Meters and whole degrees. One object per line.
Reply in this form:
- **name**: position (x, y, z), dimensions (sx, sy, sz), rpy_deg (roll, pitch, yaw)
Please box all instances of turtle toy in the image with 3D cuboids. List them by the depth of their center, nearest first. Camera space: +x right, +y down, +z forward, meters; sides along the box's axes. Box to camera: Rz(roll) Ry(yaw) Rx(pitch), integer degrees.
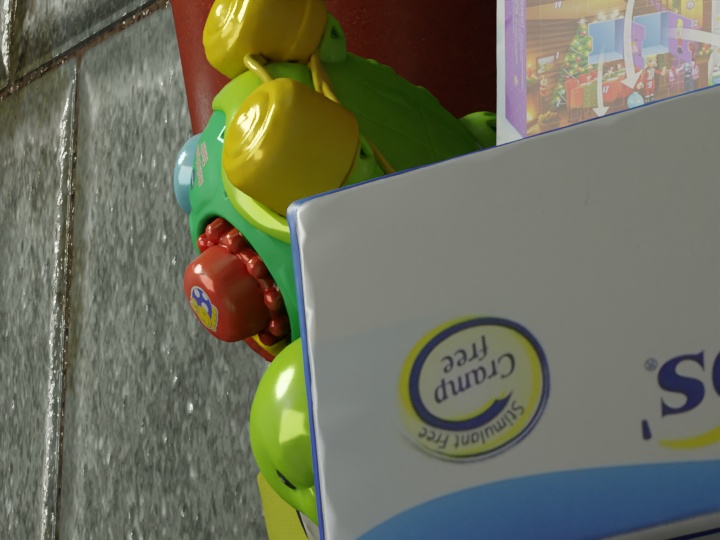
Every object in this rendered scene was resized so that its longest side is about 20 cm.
- **turtle toy**: position (0.000, 0.000, 0.788), dimensions (0.101, 0.145, 0.201), rpy_deg (-50, 27, 24)

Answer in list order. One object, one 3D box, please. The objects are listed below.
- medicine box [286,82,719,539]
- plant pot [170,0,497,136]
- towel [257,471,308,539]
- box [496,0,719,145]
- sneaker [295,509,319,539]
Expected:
- **medicine box**: position (0.101, 0.046, 0.577), dimensions (0.200, 0.181, 0.104), rpy_deg (54, -156, -58)
- **plant pot**: position (0.009, -0.096, 0.956), dimensions (0.200, 0.199, 0.197), rpy_deg (176, 89, -68)
- **towel**: position (-0.001, 0.133, 1.105), dimensions (0.086, 0.018, 0.201), rpy_deg (-46, 33, 18)
- **box**: position (0.128, -0.078, 0.684), dimensions (0.199, 0.039, 0.138), rpy_deg (7, 101, 38)
- **sneaker**: position (0.027, 0.100, 0.965), dimensions (0.088, 0.078, 0.202), rpy_deg (0, 109, 26)
